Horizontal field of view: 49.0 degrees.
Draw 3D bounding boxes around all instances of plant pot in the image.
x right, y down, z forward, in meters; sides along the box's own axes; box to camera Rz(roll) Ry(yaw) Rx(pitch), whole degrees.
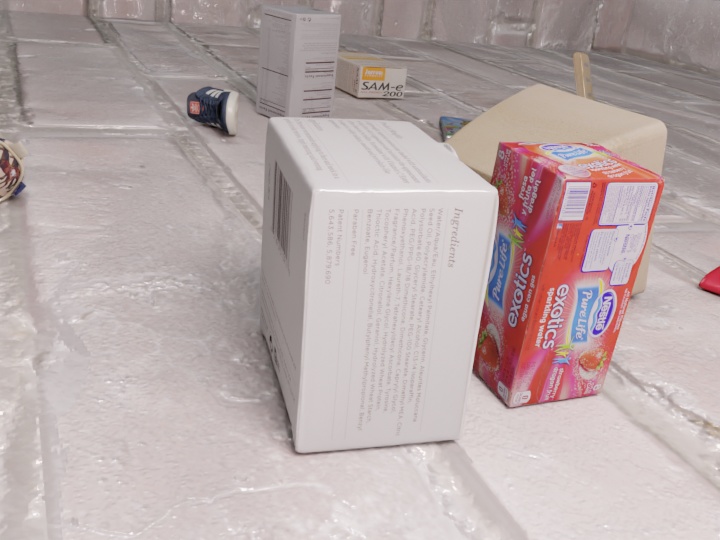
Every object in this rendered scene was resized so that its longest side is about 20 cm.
[{"bbox_3d":[0.187,-0.073,0.874,0.176,0.201,0.200,-18,32,-25],"label":"plant pot"}]

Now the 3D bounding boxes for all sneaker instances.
[{"bbox_3d":[-0.256,-0.277,1.362,0.084,0.076,0.200,2,13,-15],"label":"sneaker"}]

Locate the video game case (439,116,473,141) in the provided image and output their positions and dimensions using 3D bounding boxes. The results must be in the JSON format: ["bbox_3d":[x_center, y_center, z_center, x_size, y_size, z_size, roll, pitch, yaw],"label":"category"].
[{"bbox_3d":[0.256,-0.262,1.536,0.198,0.022,0.182,7,23,-1],"label":"video game case"}]

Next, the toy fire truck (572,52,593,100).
[{"bbox_3d":[0.290,-0.183,1.086,0.128,0.200,0.176,36,27,4],"label":"toy fire truck"}]

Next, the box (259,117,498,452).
[{"bbox_3d":[0.000,0.000,0.614,0.130,0.201,0.199,-1,24,-15],"label":"box"}]

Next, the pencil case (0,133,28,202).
[{"bbox_3d":[-0.470,-0.148,0.977,0.089,0.078,0.200,-27,36,-21],"label":"pencil case"}]

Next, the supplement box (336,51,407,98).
[{"bbox_3d":[0.006,-0.464,1.871,0.125,0.074,0.200,-5,25,-27],"label":"supplement box"}]

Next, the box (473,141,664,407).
[{"bbox_3d":[0.158,0.002,0.655,0.099,0.201,0.096,-3,27,-23],"label":"box"}]

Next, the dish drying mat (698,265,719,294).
[{"bbox_3d":[0.495,0.042,0.898,0.199,0.018,0.077,27,31,37],"label":"dish drying mat"}]

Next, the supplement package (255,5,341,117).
[{"bbox_3d":[-0.119,-0.388,1.491,0.109,0.201,0.113,-14,31,-40],"label":"supplement package"}]
